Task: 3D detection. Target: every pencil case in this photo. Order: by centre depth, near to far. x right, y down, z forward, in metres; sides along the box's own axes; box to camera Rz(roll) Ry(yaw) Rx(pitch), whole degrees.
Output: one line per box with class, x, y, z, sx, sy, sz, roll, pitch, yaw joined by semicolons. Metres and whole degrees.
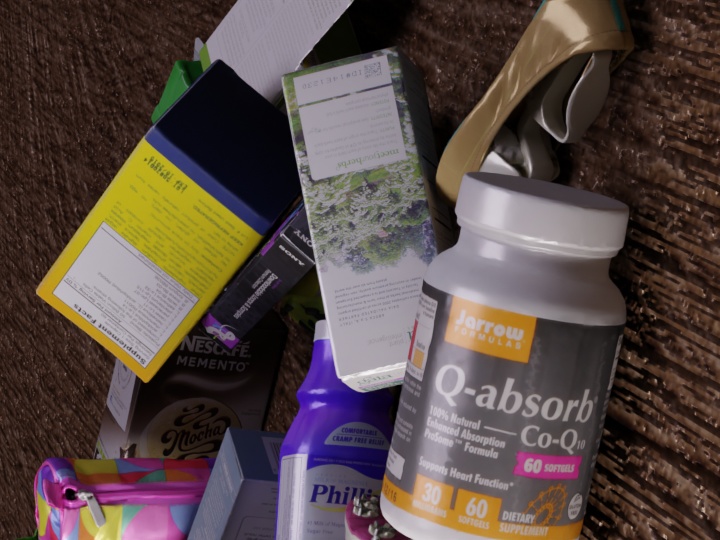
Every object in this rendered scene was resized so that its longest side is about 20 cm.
pencil case;-0.148;0.178;1.667;0.088;0.199;0.089;180;90;-67

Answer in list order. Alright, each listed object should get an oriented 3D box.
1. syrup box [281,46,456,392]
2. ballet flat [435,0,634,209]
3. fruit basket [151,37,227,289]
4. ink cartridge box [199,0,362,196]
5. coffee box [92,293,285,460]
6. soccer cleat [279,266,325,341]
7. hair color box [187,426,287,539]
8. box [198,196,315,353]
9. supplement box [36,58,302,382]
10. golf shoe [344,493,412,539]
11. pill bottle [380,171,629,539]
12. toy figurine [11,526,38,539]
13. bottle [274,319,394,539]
syrup box;0.013;-0.030;1.396;0.081;0.078;0.201;28;-130;-76
ballet flat;0.101;-0.087;1.311;0.063;0.068;0.200;64;145;31
fruit basket;-0.119;-0.068;1.867;0.185;0.093;0.201;-116;24;-56
ink cartridge box;-0.028;-0.180;1.661;0.200;0.076;0.148;-49;34;25
coffee box;-0.143;0.117;1.795;0.080;0.113;0.201;-129;50;-62
soccer cleat;0.001;0.000;1.564;0.084;0.065;0.200;-58;7;-24
hair color box;-0.073;0.210;1.601;0.061;0.099;0.201;-112;36;-51
box;-0.035;-0.030;1.546;0.143;0.036;0.200;-52;2;-27
supplement box;-0.129;-0.034;1.608;0.200;0.109;0.110;-49;3;40
golf shoe;0.032;0.206;1.377;0.200;0.075;0.092;-131;49;-64
pill bottle;0.083;0.053;1.235;0.116;0.116;0.201;-148;67;-67
toy figurine;-0.217;0.308;1.862;0.150;0.199;0.185;24;120;49
bottle;-0.013;0.135;1.497;0.065;0.083;0.201;160;117;-65
